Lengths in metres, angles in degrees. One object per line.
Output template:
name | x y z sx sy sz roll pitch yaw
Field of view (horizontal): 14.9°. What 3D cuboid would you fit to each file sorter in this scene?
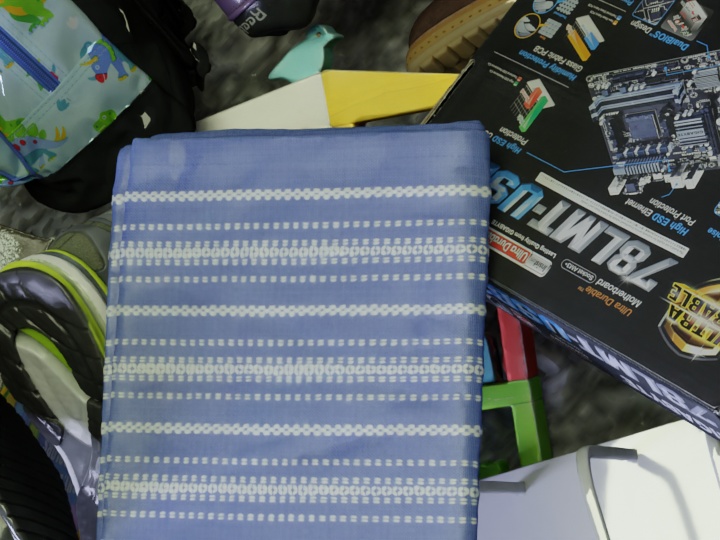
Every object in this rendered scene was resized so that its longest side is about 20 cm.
file sorter | 0.066 0.138 1.011 0.199 0.125 0.139 -18 80 13

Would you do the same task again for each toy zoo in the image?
toy zoo | 0.000 0.000 1.106 0.131 0.020 0.201 -9 91 16

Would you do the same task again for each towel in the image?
towel | -0.024 0.044 0.984 0.144 0.024 0.201 -2 76 18

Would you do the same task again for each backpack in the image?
backpack | -0.174 -0.123 1.111 0.154 0.200 0.163 -32 29 6

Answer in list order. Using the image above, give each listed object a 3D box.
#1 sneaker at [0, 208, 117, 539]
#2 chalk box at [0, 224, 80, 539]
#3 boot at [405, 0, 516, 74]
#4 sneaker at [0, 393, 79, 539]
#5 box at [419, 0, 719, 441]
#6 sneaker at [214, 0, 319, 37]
sneaker | -0.073 0.063 1.074 0.074 0.200 0.081 6 39 38
chalk box | -0.184 0.079 1.125 0.124 0.124 0.200 17 82 21
boot | 0.091 -0.172 1.146 0.200 0.072 0.167 -27 56 11
sneaker | -0.180 0.063 1.025 0.089 0.074 0.200 -44 58 2
box | 0.127 -0.056 0.985 0.200 0.050 0.199 30 82 46
sneaker | 0.013 -0.168 1.123 0.200 0.076 0.088 -37 96 -15
